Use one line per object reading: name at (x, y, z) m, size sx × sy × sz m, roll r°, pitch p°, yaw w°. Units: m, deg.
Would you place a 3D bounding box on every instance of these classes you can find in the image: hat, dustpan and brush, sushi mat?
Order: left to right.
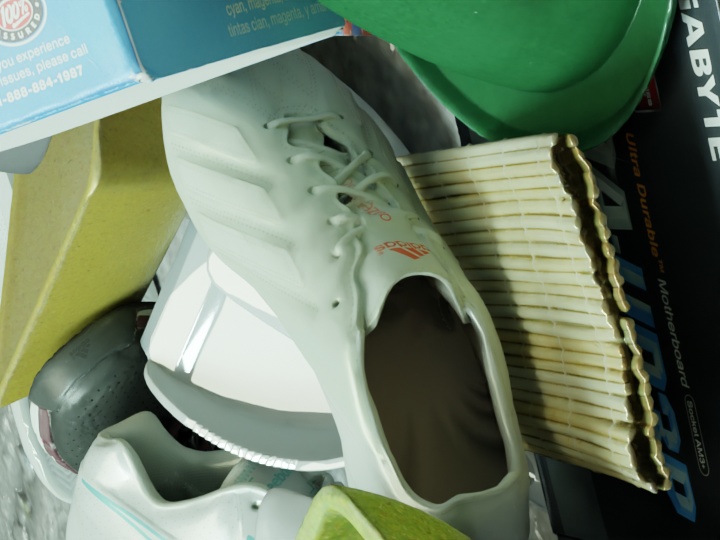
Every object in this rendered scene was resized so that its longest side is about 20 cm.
hat at (-0.035, -0.105, 0.713) m, size 0.165 × 0.175 × 0.201 m, roll 6°, pitch 111°, yaw 58°
dustpan and brush at (0.009, 0.026, 0.947) m, size 0.199 × 0.057 × 0.140 m, roll 31°, pitch 112°, yaw 21°
sushi mat at (0.044, 0.010, 0.803) m, size 0.200 × 0.012 × 0.096 m, roll -177°, pitch 73°, yaw -79°

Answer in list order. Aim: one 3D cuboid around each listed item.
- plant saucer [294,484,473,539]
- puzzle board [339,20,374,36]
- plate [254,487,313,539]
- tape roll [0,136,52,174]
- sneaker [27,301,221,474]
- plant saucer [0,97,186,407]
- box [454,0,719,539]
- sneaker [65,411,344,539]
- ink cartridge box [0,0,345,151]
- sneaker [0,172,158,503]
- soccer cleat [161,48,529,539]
plant saucer at (0.044, 0.175, 0.775) m, size 0.200 × 0.048 × 0.200 m, roll 47°, pitch 142°, yaw 22°
puzzle board at (-0.023, -0.151, 0.909) m, size 0.200 × 0.017 × 0.152 m, roll -163°, pitch 64°, yaw -73°
plate at (0.037, 0.183, 0.860) m, size 0.199 × 0.032 × 0.201 m, roll 17°, pitch 122°, yaw 45°
tape roll at (-0.142, -0.139, 1.064) m, size 0.200 × 0.066 × 0.202 m, roll -171°, pitch 90°, yaw -75°
sneaker at (-0.052, 0.092, 1.089) m, size 0.116 × 0.076 × 0.200 m, roll 47°, pitch 175°, yaw 27°
plant saucer at (-0.091, -0.071, 1.053) m, size 0.200 × 0.048 × 0.201 m, roll 125°, pitch 151°, yaw -59°
box at (0.089, -0.013, 0.789) m, size 0.159 × 0.046 × 0.201 m, roll 4°, pitch 109°, yaw 64°
sneaker at (-0.020, 0.108, 0.988) m, size 0.199 × 0.070 × 0.081 m, roll 14°, pitch 112°, yaw 20°
ink cartridge box at (-0.111, -0.137, 0.782) m, size 0.128 × 0.125 × 0.201 m, roll -16°, pitch 93°, yaw 28°
sneaker at (-0.143, 0.005, 1.260) m, size 0.115 × 0.073 × 0.201 m, roll 169°, pitch 94°, yaw -67°
soccer cleat at (0.000, 0.000, 0.821) m, size 0.078 × 0.069 × 0.201 m, roll 106°, pitch 141°, yaw -61°
